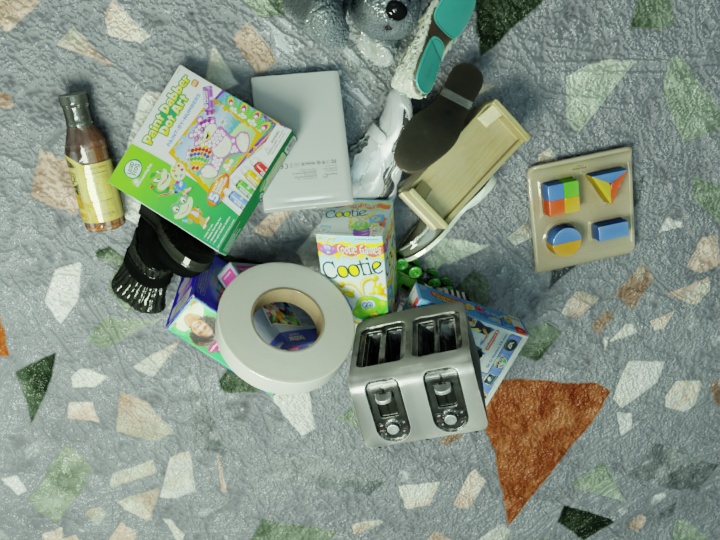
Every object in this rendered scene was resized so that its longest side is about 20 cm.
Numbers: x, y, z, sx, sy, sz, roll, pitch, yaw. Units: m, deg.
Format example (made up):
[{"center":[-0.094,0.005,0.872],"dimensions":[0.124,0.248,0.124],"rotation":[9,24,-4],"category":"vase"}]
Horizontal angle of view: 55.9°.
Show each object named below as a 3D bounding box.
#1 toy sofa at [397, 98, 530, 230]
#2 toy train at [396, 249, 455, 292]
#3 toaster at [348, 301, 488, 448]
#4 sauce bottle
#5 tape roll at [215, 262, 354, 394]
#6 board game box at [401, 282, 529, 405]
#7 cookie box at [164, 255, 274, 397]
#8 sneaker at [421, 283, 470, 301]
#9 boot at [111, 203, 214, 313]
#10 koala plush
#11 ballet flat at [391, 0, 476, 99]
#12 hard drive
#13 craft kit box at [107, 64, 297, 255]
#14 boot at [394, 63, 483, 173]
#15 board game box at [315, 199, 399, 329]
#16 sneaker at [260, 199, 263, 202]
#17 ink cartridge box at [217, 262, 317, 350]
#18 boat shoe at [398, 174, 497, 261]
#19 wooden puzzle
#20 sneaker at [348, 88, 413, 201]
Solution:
[{"center":[0.154,-0.160,1.038],"dimensions":[0.083,0.098,0.200],"rotation":[43,87,-11],"category":"toy sofa"},{"center":[0.074,0.003,1.156],"dimensions":[0.199,0.042,0.056],"rotation":[30,116,-19],"category":"toy train"},{"center":[0.087,0.145,0.988],"dimensions":[0.179,0.200,0.119],"rotation":[-11,116,11],"category":"toaster"},{"center":[-0.399,-0.159,1.002],"dimensions":[0.065,0.066,0.202],"rotation":[-8,111,-5],"category":"sauce bottle"},{"center":[-0.106,0.078,0.971],"dimensions":[0.201,0.204,0.037],"rotation":[9,143,-13],"category":"tape roll"},{"center":[0.141,0.143,1.119],"dimensions":[0.195,0.056,0.201],"rotation":[19,115,-13],"category":"board game box"},{"center":[-0.193,0.080,1.074],"dimensions":[0.200,0.171,0.075],"rotation":[37,107,-20],"category":"cookie box"},{"center":[0.143,0.118,1.170],"dimensions":[0.114,0.076,0.202],"rotation":[8,126,0],"category":"sneaker"},{"center":[-0.298,0.001,1.015],"dimensions":[0.079,0.211,0.159],"rotation":[15,107,-38],"category":"boot"},{"center":[0.006,-0.386,0.936],"dimensions":[0.199,0.184,0.178],"rotation":[14,111,-37],"category":"koala plush"},{"center":[0.100,-0.340,0.991],"dimensions":[0.072,0.072,0.201],"rotation":[32,76,-20],"category":"ballet flat"},{"center":[-0.086,-0.190,0.999],"dimensions":[0.131,0.027,0.202],"rotation":[-6,82,-5],"category":"hard drive"},{"center":[-0.224,-0.158,0.966],"dimensions":[0.197,0.049,0.201],"rotation":[30,88,12],"category":"craft kit box"},{"center":[0.114,-0.212,1.011],"dimensions":[0.073,0.076,0.200],"rotation":[35,71,3],"category":"boot"},{"center":[0.000,0.000,1.070],"dimensions":[0.104,0.103,0.201],"rotation":[3,127,12],"category":"board game box"},{"center":[-0.204,-0.127,1.013],"dimensions":[0.198,0.096,0.079],"rotation":[-9,150,-5],"category":"sneaker"},{"center":[-0.124,0.072,1.053],"dimensions":[0.042,0.119,0.200],"rotation":[-44,69,20],"category":"ink cartridge box"},{"center":[0.131,-0.101,1.105],"dimensions":[0.202,0.072,0.060],"rotation":[-45,110,4],"category":"boat shoe"},{"center":[0.383,-0.097,1.157],"dimensions":[0.184,0.046,0.201],"rotation":[-12,114,-4],"category":"wooden puzzle"},{"center":[0.010,-0.189,1.044],"dimensions":[0.114,0.075,0.201],"rotation":[6,114,-13],"category":"sneaker"}]
